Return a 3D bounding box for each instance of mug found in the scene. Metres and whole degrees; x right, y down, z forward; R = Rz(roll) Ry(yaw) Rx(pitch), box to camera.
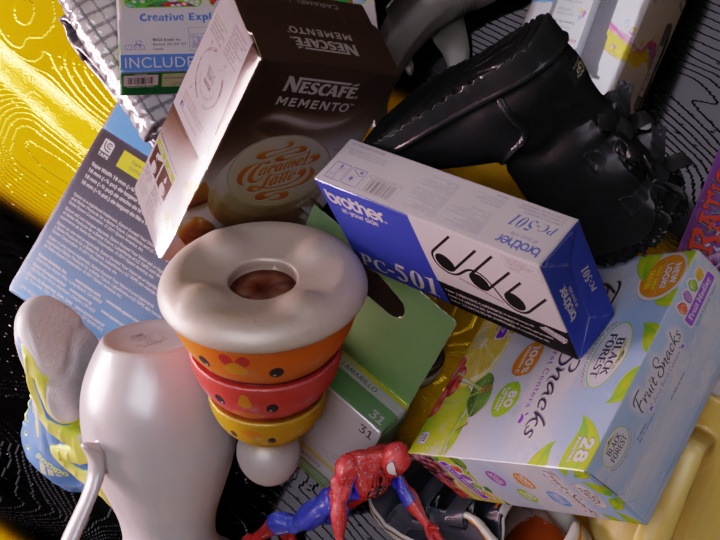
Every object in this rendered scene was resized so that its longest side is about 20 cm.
[{"bbox_3d":[0.221,0.146,0.993,0.149,0.186,0.154,31,106,50],"label":"mug"}]

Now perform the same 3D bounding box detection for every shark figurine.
[{"bbox_3d":[0.035,-0.177,1.114,0.128,0.089,0.215,28,92,18],"label":"shark figurine"}]

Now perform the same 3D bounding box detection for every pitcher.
[{"bbox_3d":[-0.169,0.151,1.075,0.121,0.171,0.201,11,111,37],"label":"pitcher"}]

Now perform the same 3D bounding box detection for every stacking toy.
[{"bbox_3d":[-0.065,0.078,1.017,0.146,0.146,0.201,9,126,17],"label":"stacking toy"}]

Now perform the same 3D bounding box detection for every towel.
[{"bbox_3d":[-0.126,-0.193,1.133,0.200,0.086,0.166,-32,76,-19],"label":"towel"}]

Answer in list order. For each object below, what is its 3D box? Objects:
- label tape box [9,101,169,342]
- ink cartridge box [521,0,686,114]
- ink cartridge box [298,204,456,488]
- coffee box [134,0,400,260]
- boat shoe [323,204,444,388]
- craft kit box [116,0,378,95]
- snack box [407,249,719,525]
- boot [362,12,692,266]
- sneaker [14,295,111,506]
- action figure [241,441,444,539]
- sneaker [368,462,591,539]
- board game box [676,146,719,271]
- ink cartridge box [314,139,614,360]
[{"bbox_3d":[-0.179,-0.031,1.175,0.144,0.063,0.200,33,94,16],"label":"label tape box"},{"bbox_3d":[0.177,-0.176,1.039,0.085,0.148,0.201,22,93,17],"label":"ink cartridge box"},{"bbox_3d":[-0.025,0.069,1.072,0.145,0.048,0.200,39,137,15],"label":"ink cartridge box"},{"bbox_3d":[-0.073,-0.099,1.018,0.200,0.114,0.080,-59,42,39],"label":"coffee box"},{"bbox_3d":[-0.004,0.002,1.102,0.202,0.075,0.075,47,140,14],"label":"boat shoe"},{"bbox_3d":[-0.092,-0.233,1.085,0.199,0.049,0.198,-2,72,-10],"label":"craft kit box"},{"bbox_3d":[0.143,0.075,0.947,0.068,0.200,0.169,41,67,-23],"label":"snack box"},{"bbox_3d":[0.113,-0.070,0.950,0.198,0.073,0.163,-25,113,45],"label":"boot"},{"bbox_3d":[-0.252,0.113,1.145,0.105,0.076,0.201,-6,117,32],"label":"sneaker"},{"bbox_3d":[-0.009,0.198,1.054,0.200,0.065,0.099,-48,61,43],"label":"action figure"},{"bbox_3d":[0.089,0.179,1.048,0.200,0.080,0.078,19,52,31],"label":"sneaker"},{"bbox_3d":[0.300,-0.019,1.030,0.120,0.032,0.201,20,78,21],"label":"board game box"},{"bbox_3d":[0.065,-0.017,0.925,0.200,0.094,0.044,24,63,41],"label":"ink cartridge box"}]
